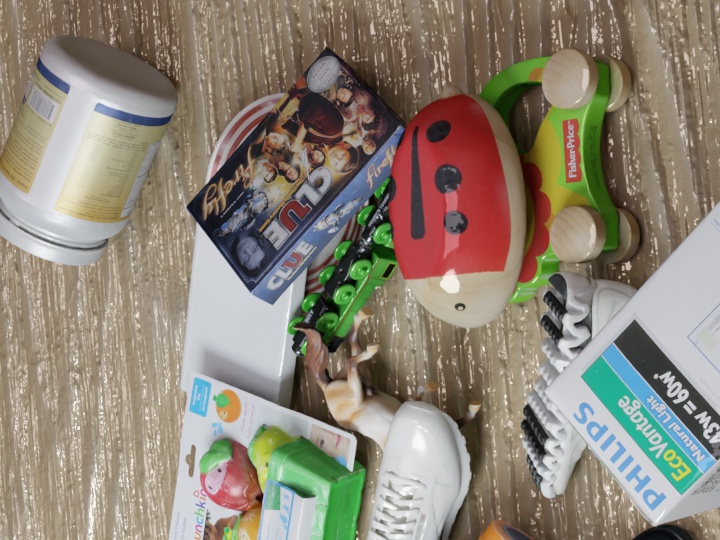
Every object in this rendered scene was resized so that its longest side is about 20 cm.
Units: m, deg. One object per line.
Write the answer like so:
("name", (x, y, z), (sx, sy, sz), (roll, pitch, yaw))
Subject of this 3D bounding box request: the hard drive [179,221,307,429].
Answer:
("hard drive", (-0.114, 0.044, 1.353), (0.132, 0.027, 0.201), (23, 115, 34))

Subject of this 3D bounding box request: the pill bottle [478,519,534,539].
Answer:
("pill bottle", (0.085, 0.308, 1.175), (0.106, 0.106, 0.200), (37, 98, 30))

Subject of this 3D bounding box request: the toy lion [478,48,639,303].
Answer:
("toy lion", (0.134, -0.073, 1.178), (0.191, 0.069, 0.201), (-3, 89, 44))

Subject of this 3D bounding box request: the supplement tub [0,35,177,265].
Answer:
("supplement tub", (-0.285, -0.121, 1.424), (0.144, 0.144, 0.200), (38, 112, 29))

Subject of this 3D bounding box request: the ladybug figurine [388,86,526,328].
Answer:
("ladybug figurine", (0.072, -0.052, 1.156), (0.136, 0.072, 0.201), (-10, 83, 51))

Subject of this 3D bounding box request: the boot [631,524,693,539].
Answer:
("boot", (0.169, 0.291, 1.086), (0.076, 0.168, 0.200), (46, 115, 26))

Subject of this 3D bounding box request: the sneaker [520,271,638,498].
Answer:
("sneaker", (0.180, 0.098, 1.136), (0.075, 0.081, 0.201), (-112, 27, -62))

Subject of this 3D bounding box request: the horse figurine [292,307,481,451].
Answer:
("horse figurine", (0.020, 0.120, 1.252), (0.200, 0.050, 0.133), (38, 132, 14))

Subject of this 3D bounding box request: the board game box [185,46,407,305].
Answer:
("board game box", (-0.054, -0.086, 1.263), (0.200, 0.035, 0.136), (-48, 51, 9))

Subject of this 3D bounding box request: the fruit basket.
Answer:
("fruit basket", (-0.099, 0.210, 1.313), (0.199, 0.094, 0.186), (17, 105, 26))

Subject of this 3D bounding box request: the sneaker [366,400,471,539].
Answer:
("sneaker", (0.041, 0.206, 1.199), (0.076, 0.080, 0.201), (17, 118, 26))

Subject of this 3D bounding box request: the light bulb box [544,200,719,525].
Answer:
("light bulb box", (0.272, 0.060, 0.988), (0.200, 0.198, 0.125), (-51, 62, 24))

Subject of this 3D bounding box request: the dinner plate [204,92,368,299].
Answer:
("dinner plate", (-0.069, -0.069, 1.343), (0.200, 0.024, 0.201), (2, 93, 37))

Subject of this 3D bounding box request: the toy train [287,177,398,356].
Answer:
("toy train", (0.000, 0.000, 1.273), (0.042, 0.056, 0.200), (51, 119, 38))
